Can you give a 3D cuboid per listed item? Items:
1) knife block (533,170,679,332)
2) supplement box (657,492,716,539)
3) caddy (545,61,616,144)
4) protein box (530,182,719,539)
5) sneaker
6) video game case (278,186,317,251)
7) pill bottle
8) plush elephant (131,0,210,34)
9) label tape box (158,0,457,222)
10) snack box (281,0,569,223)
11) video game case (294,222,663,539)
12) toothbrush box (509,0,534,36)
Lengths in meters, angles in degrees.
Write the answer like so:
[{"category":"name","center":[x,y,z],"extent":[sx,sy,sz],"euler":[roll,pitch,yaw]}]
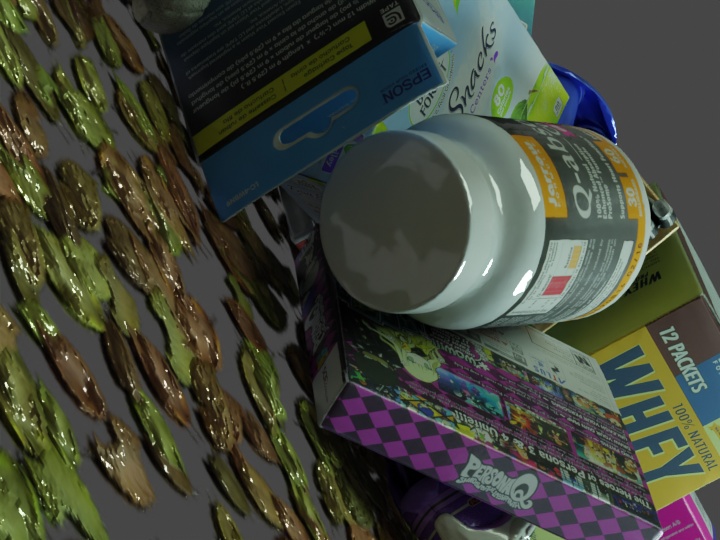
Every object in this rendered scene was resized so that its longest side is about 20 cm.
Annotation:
[{"category":"knife block","center":[0.169,-0.039,1.300],"extent":[0.200,0.175,0.064],"euler":[-36,87,-40]},{"category":"supplement box","center":[0.208,0.161,1.681],"extent":[0.201,0.103,0.101],"euler":[63,11,-1]},{"category":"caddy","center":[0.090,-0.077,1.480],"extent":[0.142,0.199,0.105],"euler":[58,27,-34]},{"category":"protein box","center":[0.173,0.072,1.454],"extent":[0.135,0.198,0.200],"euler":[57,11,-21]},{"category":"sneaker","center":[0.054,0.105,1.137],"extent":[0.083,0.081,0.200],"euler":[46,9,-10]},{"category":"video game case","center":[0.000,0.000,1.294],"extent":[0.200,0.017,0.143],"euler":[54,13,-38]},{"category":"pill bottle","center":[0.071,-0.026,1.111],"extent":[0.200,0.116,0.117],"euler":[-2,62,-57]},{"category":"plush elephant","center":[-0.117,-0.239,1.011],"extent":[0.164,0.154,0.202],"euler":[-8,-106,61]},{"category":"label tape box","center":[-0.029,-0.122,1.096],"extent":[0.066,0.143,0.201],"euler":[40,23,-50]},{"category":"snack box","center":[0.039,-0.085,1.207],"extent":[0.067,0.170,0.200],"euler":[16,-15,31]},{"category":"video game case","center":[0.061,0.065,1.109],"extent":[0.199,0.036,0.182],"euler":[26,22,-19]},{"category":"toothbrush box","center":[0.052,-0.196,1.402],"extent":[0.085,0.146,0.201],"euler":[25,46,-19]}]
